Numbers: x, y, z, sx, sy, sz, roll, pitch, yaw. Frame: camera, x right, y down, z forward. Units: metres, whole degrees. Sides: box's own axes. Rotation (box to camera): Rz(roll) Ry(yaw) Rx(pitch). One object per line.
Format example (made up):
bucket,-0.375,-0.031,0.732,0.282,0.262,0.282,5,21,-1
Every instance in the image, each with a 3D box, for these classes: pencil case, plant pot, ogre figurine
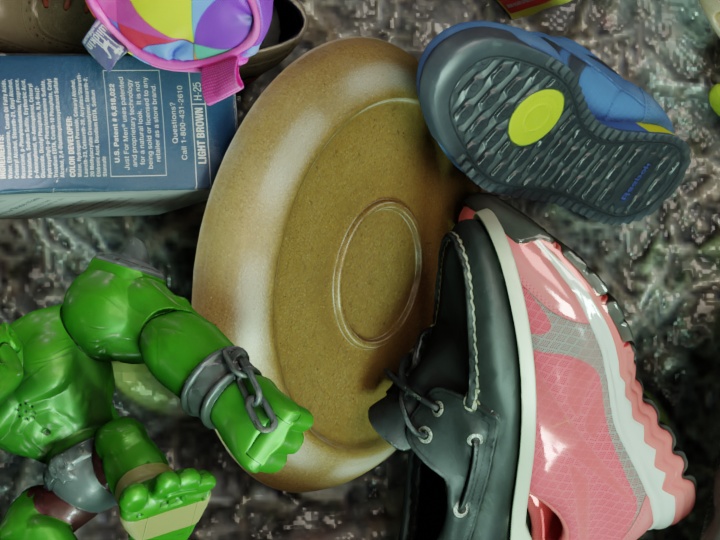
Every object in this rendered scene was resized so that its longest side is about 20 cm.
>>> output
pencil case,-0.049,-0.159,1.102,0.088,0.088,0.200,42,43,-16
plant pot,0.000,0.000,1.147,0.200,0.027,0.201,-20,115,-52
ogre figurine,-0.123,0.074,1.075,0.098,0.200,0.120,2,52,-43

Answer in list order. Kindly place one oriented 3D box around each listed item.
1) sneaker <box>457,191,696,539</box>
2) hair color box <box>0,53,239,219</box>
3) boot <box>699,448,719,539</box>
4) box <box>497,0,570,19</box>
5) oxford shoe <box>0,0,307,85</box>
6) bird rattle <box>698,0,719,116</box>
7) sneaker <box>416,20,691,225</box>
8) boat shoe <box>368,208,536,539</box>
sneaker,0.082,0.058,1.194,0.087,0.074,0.201,-35,119,-11
hair color box,-0.160,-0.054,1.095,0.199,0.100,0.061,-3,86,-26
boot,0.196,0.115,1.251,0.182,0.072,0.201,-13,108,-62
box,0.033,-0.206,1.214,0.200,0.075,0.050,45,70,-16
oxford shoe,-0.117,-0.125,1.135,0.199,0.075,0.071,6,83,-24
bird rattle,0.199,-0.145,1.292,0.163,0.113,0.200,-36,87,-35
sneaker,0.072,-0.077,1.186,0.066,0.079,0.200,-49,147,15
boat shoe,0.036,0.069,1.139,0.066,0.075,0.200,-8,124,-10
